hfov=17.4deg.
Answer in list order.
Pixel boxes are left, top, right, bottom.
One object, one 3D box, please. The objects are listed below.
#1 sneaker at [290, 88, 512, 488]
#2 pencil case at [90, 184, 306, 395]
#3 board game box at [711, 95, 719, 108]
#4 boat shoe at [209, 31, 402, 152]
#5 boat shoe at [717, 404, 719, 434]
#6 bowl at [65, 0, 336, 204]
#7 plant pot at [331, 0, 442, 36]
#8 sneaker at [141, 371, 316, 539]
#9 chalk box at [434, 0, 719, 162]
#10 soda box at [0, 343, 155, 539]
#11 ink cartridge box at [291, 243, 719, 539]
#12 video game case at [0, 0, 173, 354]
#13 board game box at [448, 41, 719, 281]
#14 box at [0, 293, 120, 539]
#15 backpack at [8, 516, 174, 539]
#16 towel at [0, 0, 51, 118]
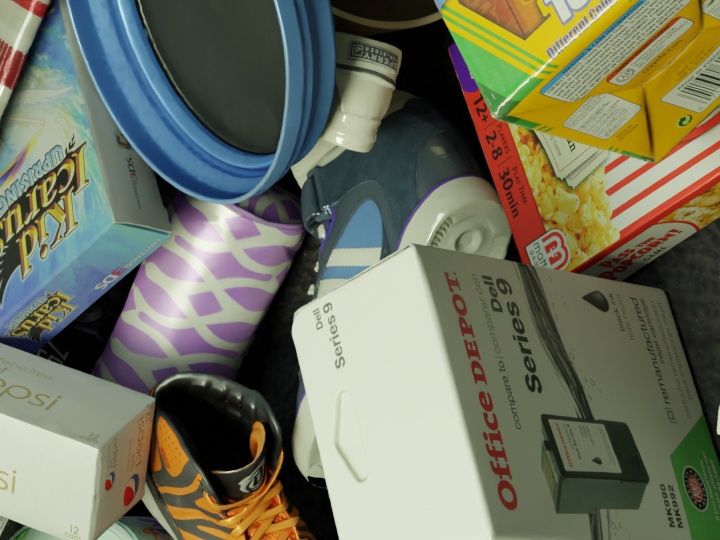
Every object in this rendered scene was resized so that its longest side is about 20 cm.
[{"bbox_3d":[0.000,0.000,1.276,0.147,0.080,0.201,53,125,46],"label":"sneaker"},{"bbox_3d":[-0.101,0.029,1.356,0.201,0.084,0.086,-62,26,17],"label":"pencil case"},{"bbox_3d":[0.178,-0.142,1.084,0.199,0.034,0.135,21,98,42],"label":"board game box"},{"bbox_3d":[-0.048,-0.090,1.252,0.199,0.072,0.066,7,85,52],"label":"boat shoe"},{"bbox_3d":[0.250,0.048,1.033,0.199,0.071,0.064,-5,82,35],"label":"boat shoe"},{"bbox_3d":[-0.082,-0.134,1.179,0.200,0.039,0.202,34,136,41],"label":"bowl"},{"bbox_3d":[-0.052,-0.201,1.293,0.200,0.186,0.189,-15,74,54],"label":"plant pot"},{"bbox_3d":[-0.057,0.140,1.251,0.200,0.077,0.112,49,156,13],"label":"sneaker"},{"bbox_3d":[0.097,-0.170,1.054,0.125,0.124,0.201,-43,57,28],"label":"chalk box"},{"bbox_3d":[-0.214,0.077,1.261,0.199,0.068,0.064,18,117,17],"label":"soda box"},{"bbox_3d":[0.076,0.079,1.098,0.084,0.199,0.147,-31,64,35],"label":"ink cartridge box"},{"bbox_3d":[-0.200,-0.049,1.320,0.200,0.045,0.182,-38,57,34],"label":"video game case"},{"bbox_3d":[0.147,-0.097,1.161,0.200,0.046,0.152,-36,61,34],"label":"board game box"},{"bbox_3d":[-0.225,0.115,1.387,0.160,0.043,0.201,-44,18,47],"label":"box"},{"bbox_3d":[-0.152,0.237,1.336,0.177,0.150,0.201,-5,75,48],"label":"backpack"},{"bbox_3d":[-0.225,-0.122,1.312,0.144,0.023,0.201,34,102,50],"label":"towel"}]
